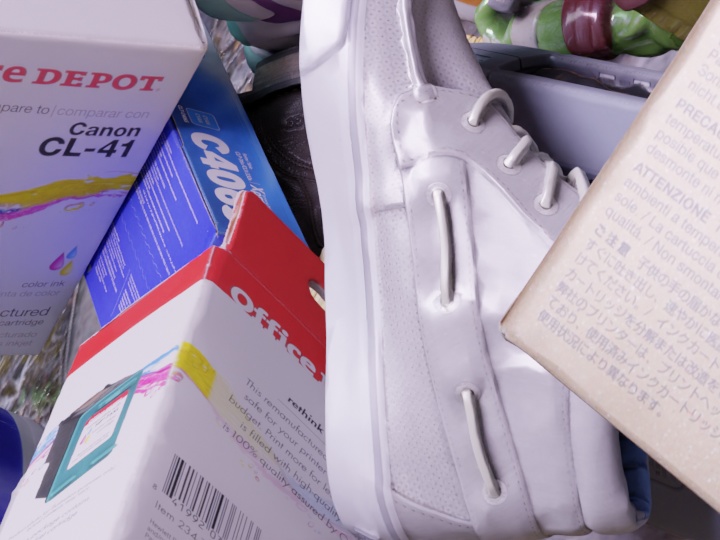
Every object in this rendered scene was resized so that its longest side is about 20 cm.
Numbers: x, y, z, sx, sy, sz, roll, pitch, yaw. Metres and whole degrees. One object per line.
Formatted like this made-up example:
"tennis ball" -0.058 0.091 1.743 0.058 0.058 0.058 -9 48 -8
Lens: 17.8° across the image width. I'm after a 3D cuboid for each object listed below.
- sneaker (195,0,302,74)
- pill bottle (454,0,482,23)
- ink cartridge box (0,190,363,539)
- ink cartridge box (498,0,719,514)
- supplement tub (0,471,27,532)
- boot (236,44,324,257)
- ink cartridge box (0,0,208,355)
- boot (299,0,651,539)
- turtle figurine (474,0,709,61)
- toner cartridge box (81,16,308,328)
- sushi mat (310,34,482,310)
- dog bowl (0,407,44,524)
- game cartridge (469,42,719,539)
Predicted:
"sneaker" 0.008 -0.136 0.999 0.139 0.200 0.078 -11 85 11
"pill bottle" 0.067 -0.193 0.816 0.200 0.112 0.112 97 174 -45
"ink cartridge box" -0.036 0.076 0.683 0.067 0.116 0.200 -35 21 26
"ink cartridge box" 0.155 0.007 0.509 0.200 0.075 0.165 41 103 32
"supplement tub" -0.086 0.181 0.803 0.145 0.145 0.201 0 67 61
"boot" -0.055 0.004 1.001 0.200 0.069 0.175 -30 45 53
"ink cartridge box" -0.171 -0.055 0.929 0.200 0.147 0.086 -55 45 41
"boot" 0.040 -0.021 0.654 0.095 0.074 0.201 -4 89 21
"turtle figurine" 0.074 -0.142 0.730 0.144 0.194 0.200 -30 36 38
"toner cartridge box" -0.082 -0.030 0.964 0.095 0.043 0.200 -63 31 27
"sushi mat" 0.000 0.000 0.848 0.200 0.012 0.096 -63 20 1
"dog bowl" -0.240 0.156 1.182 0.200 0.079 0.200 -43 33 36
"game cartridge" 0.089 0.009 0.679 0.200 0.041 0.134 20 124 54
